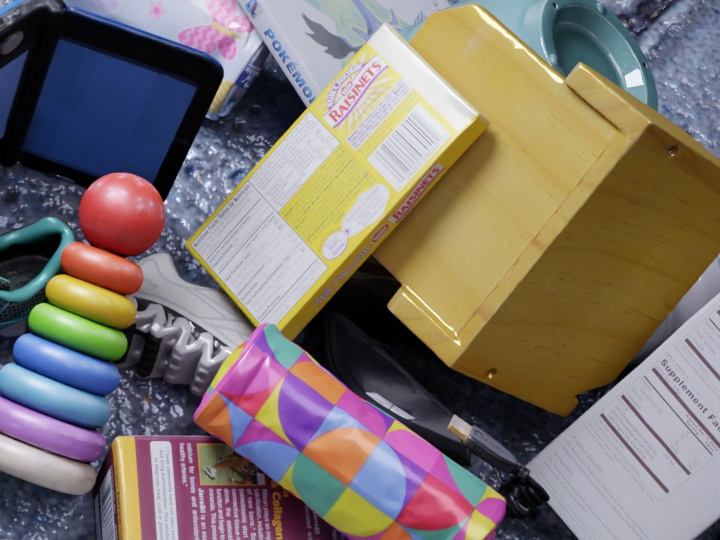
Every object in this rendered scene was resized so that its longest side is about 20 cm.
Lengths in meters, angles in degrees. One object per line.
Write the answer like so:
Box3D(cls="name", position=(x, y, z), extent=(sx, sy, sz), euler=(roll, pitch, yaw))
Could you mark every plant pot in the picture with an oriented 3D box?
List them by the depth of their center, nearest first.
Box3D(cls="plant pot", position=(0.123, -0.116, 1.422), extent=(0.200, 0.134, 0.200), euler=(26, 48, -33))

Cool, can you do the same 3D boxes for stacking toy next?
Box3D(cls="stacking toy", position=(-0.174, 0.035, 1.263), extent=(0.085, 0.085, 0.200), euler=(22, 86, -8))

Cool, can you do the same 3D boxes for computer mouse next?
Box3D(cls="computer mouse", position=(0.039, 0.104, 1.325), extent=(0.200, 0.140, 0.046), euler=(42, 83, 2))

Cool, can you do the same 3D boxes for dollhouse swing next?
Box3D(cls="dollhouse swing", position=(0.107, -0.047, 1.336), extent=(0.182, 0.200, 0.176), euler=(25, 17, -44))

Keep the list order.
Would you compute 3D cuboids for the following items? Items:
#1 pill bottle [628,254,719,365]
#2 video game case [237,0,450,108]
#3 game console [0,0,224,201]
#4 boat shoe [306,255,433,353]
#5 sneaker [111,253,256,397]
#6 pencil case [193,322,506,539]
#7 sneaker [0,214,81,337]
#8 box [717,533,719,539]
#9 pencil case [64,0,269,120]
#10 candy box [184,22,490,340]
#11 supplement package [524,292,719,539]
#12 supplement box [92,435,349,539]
Box3D(cls="pill bottle", position=(0.254, 0.004, 1.458), extent=(0.200, 0.113, 0.113), euler=(-12, 69, -25))
Box3D(cls="video game case", position=(-0.002, -0.185, 1.460), extent=(0.182, 0.022, 0.200), euler=(57, 39, -1))
Box3D(cls="game console", position=(-0.204, -0.079, 1.288), extent=(0.118, 0.200, 0.171), euler=(45, 59, 7))
Box3D(cls="boat shoe", position=(0.000, 0.000, 1.401), extent=(0.200, 0.076, 0.074), euler=(17, 54, -20))
Box3D(cls="sneaker", position=(-0.080, 0.058, 1.341), extent=(0.200, 0.075, 0.081), euler=(32, 49, -2))
Box3D(cls="pencil case", position=(-0.005, 0.118, 1.227), extent=(0.200, 0.088, 0.088), euler=(38, 58, 0))
Box3D(cls="sneaker", position=(-0.261, 0.018, 1.282), extent=(0.200, 0.091, 0.078), euler=(-30, 76, -29))
Box3D(cls="box", position=(0.376, 0.179, 1.407), extent=(0.200, 0.124, 0.197), euler=(33, 60, -1))
Box3D(cls="pencil case", position=(-0.153, -0.194, 1.436), extent=(0.200, 0.091, 0.083), euler=(35, 18, -1))
Box3D(cls="candy box", position=(-0.017, -0.055, 1.303), extent=(0.200, 0.026, 0.102), euler=(-47, 58, 9))
Box3D(cls="supplement package", position=(0.226, 0.100, 1.332), extent=(0.110, 0.200, 0.114), euler=(49, 26, 9))
Box3D(cls="supplement box", position=(-0.062, 0.170, 1.276), extent=(0.200, 0.086, 0.110), euler=(2, 63, -18))
